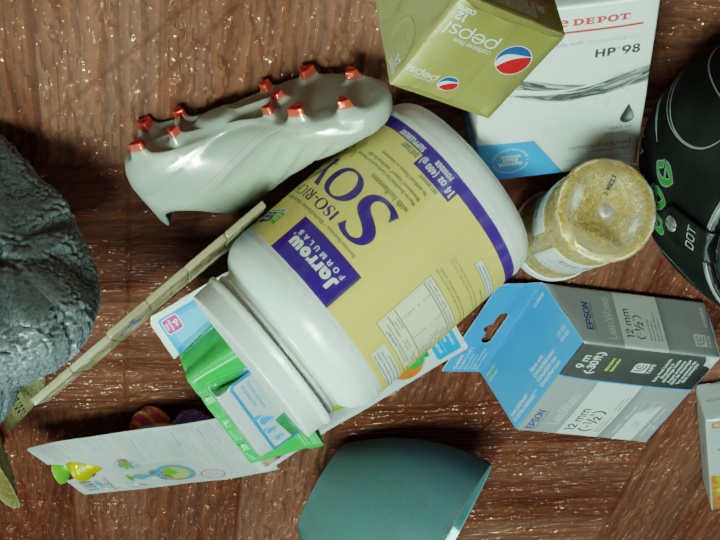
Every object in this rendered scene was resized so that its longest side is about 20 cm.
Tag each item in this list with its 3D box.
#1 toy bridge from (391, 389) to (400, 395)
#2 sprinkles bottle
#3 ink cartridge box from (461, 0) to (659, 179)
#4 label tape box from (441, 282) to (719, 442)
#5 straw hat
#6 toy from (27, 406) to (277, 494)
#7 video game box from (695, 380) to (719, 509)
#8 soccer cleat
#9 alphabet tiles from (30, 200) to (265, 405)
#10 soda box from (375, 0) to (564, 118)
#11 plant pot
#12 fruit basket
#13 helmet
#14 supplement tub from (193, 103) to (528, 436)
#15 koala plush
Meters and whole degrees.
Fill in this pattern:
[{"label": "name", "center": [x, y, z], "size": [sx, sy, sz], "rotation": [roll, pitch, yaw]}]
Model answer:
[{"label": "toy bridge", "center": [0.001, 0.046, 1.197], "size": [0.066, 0.027, 0.201], "rotation": [-17, 143, 10]}, {"label": "sprinkles bottle", "center": [0.152, -0.032, 1.004], "size": [0.067, 0.069, 0.200], "rotation": [-5, 177, -3]}, {"label": "ink cartridge box", "center": [0.125, -0.150, 0.917], "size": [0.114, 0.067, 0.201], "rotation": [-7, 144, 0]}, {"label": "label tape box", "center": [0.189, 0.082, 1.246], "size": [0.197, 0.067, 0.144], "rotation": [5, 142, -19]}, {"label": "straw hat", "center": [-0.301, 0.092, 1.149], "size": [0.085, 0.201, 0.202], "rotation": [-38, 151, -22]}, {"label": "toy", "center": [-0.186, 0.155, 1.295], "size": [0.197, 0.048, 0.115], "rotation": [-13, 147, 13]}, {"label": "video game box", "center": [0.427, 0.160, 1.410], "size": [0.180, 0.047, 0.201], "rotation": [-11, 144, 9]}, {"label": "soccer cleat", "center": [-0.065, -0.083, 0.971], "size": [0.197, 0.070, 0.078], "rotation": [-12, 126, 19]}, {"label": "alphabet tiles", "center": [-0.147, 0.025, 0.999], "size": [0.200, 0.008, 0.167], "rotation": [-41, -178, -8]}, {"label": "soda box", "center": [0.044, -0.181, 0.749], "size": [0.063, 0.202, 0.068], "rotation": [15, 138, -29]}, {"label": "plant pot", "center": [0.019, 0.238, 1.349], "size": [0.134, 0.201, 0.201], "rotation": [28, 144, 11]}, {"label": "fruit basket", "center": [-0.033, 0.054, 1.098], "size": [0.198, 0.094, 0.186], "rotation": [-26, 127, 6]}, {"label": "helmet", "center": [0.284, -0.068, 0.953], "size": [0.197, 0.192, 0.202], "rotation": [-1, 123, -1]}, {"label": "supplement tub", "center": [0.000, 0.000, 0.974], "size": [0.200, 0.145, 0.146], "rotation": [-41, 143, -9]}, {"label": "koala plush", "center": [-0.269, 0.046, 0.965], "size": [0.183, 0.177, 0.201], "rotation": [38, 136, 14]}]
